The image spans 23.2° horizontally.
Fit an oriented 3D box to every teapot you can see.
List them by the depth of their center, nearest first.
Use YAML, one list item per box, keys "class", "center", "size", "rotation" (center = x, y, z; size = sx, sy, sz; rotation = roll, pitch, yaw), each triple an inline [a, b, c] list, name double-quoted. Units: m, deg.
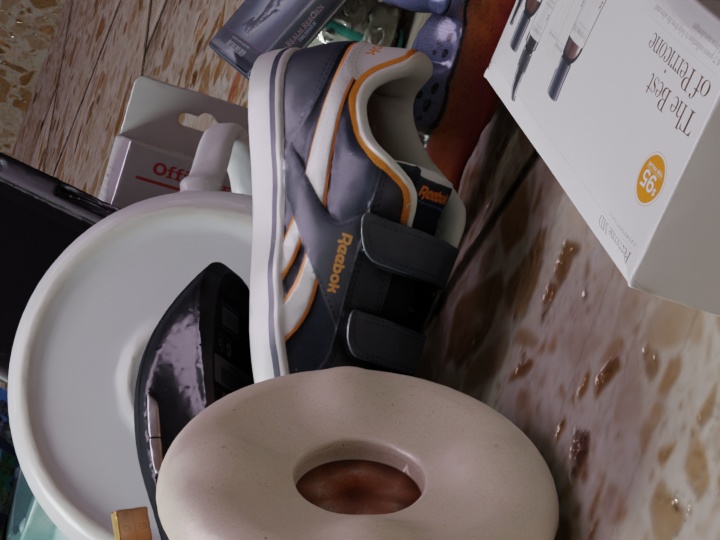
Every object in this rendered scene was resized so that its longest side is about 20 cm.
- class: "teapot"
  center: [-0.068, 0.058, 0.851]
  size: [0.200, 0.197, 0.146]
  rotation: [-46, -13, -1]

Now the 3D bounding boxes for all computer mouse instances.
- class: "computer mouse"
  center: [-0.078, 0.091, 0.702]
  size: [0.140, 0.046, 0.202]
  rotation: [33, -128, -70]

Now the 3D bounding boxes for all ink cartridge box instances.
- class: "ink cartridge box"
  center: [-0.120, -0.017, 1.160]
  size: [0.068, 0.114, 0.201]
  rotation: [-154, 80, -73]

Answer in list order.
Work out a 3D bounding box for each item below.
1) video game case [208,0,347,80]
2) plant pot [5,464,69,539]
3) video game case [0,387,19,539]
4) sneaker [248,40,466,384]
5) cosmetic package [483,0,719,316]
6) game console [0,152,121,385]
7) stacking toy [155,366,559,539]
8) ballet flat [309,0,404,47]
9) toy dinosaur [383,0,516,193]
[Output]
- class: "video game case"
  center: [-0.004, -0.187, 0.965]
  size: [0.200, 0.019, 0.143]
  rotation: [-48, 19, 2]
- class: "plant pot"
  center: [-0.132, 0.125, 1.040]
  size: [0.200, 0.133, 0.202]
  rotation: [-164, 90, -73]
- class: "video game case"
  center: [-0.186, 0.194, 1.091]
  size: [0.023, 0.182, 0.201]
  rotation: [-24, 45, 33]
- class: "sneaker"
  center: [0.000, 0.000, 0.729]
  size: [0.078, 0.079, 0.202]
  rotation: [15, -110, -67]
- class: "cosmetic package"
  center: [0.097, -0.065, 0.598]
  size: [0.200, 0.050, 0.083]
  rotation: [-111, 39, -64]
- class: "game console"
  center: [-0.166, 0.016, 1.009]
  size: [0.117, 0.199, 0.176]
  rotation: [-62, -22, -7]
- class: "stacking toy"
  center: [-0.005, 0.152, 0.667]
  size: [0.146, 0.145, 0.201]
  rotation: [-107, 18, -62]
- class: "ballet flat"
  center: [-0.030, -0.140, 1.065]
  size: [0.200, 0.071, 0.072]
  rotation: [179, 106, -74]
- class: "toy dinosaur"
  center: [0.060, -0.103, 0.783]
  size: [0.181, 0.105, 0.201]
  rotation: [-33, 80, 48]
